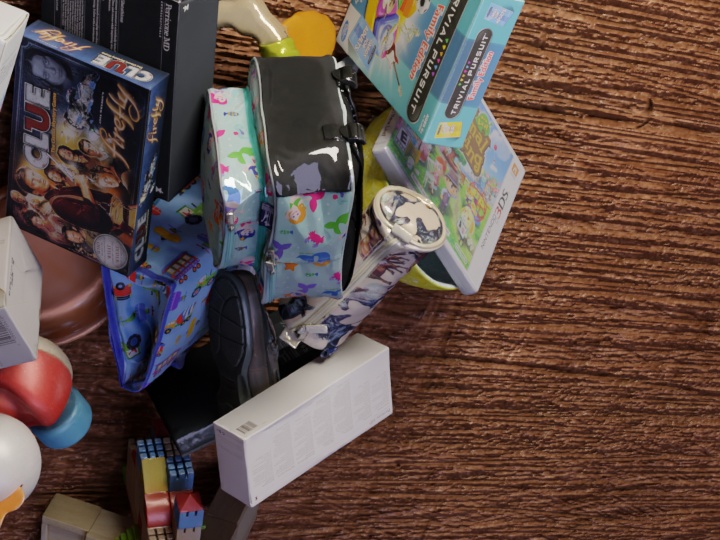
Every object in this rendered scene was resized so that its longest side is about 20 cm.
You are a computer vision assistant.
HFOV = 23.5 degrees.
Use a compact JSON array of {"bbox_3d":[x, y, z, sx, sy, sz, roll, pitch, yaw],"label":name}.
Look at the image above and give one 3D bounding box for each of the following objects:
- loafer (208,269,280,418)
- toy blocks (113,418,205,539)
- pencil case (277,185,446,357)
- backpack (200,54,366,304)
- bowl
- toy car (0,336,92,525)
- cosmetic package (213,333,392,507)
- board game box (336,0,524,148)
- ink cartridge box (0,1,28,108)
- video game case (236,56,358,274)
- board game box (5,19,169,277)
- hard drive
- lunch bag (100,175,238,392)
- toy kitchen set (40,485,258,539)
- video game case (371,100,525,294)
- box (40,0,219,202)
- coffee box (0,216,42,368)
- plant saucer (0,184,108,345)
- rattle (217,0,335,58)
[{"bbox_3d":[-0.107,0.085,1.699,0.063,0.072,0.201,-19,122,-33],"label":"loafer"},{"bbox_3d":[-0.205,0.232,1.801,0.099,0.201,0.137,-5,133,-16],"label":"toy blocks"},{"bbox_3d":[0.000,0.000,1.647,0.078,0.090,0.200,36,130,-10],"label":"pencil case"},{"bbox_3d":[-0.067,-0.069,1.540,0.149,0.178,0.201,-8,139,-3],"label":"backpack"},{"bbox_3d":[0.041,-0.074,1.770,0.107,0.201,0.200,-9,147,35],"label":"bowl"},{"bbox_3d":[-0.366,0.165,1.643,0.176,0.201,0.185,-11,140,13],"label":"toy car"},{"bbox_3d":[-0.054,0.144,1.699,0.199,0.050,0.083,-30,128,-37],"label":"cosmetic package"},{"bbox_3d":[0.060,-0.231,1.610,0.047,0.200,0.152,5,121,-32],"label":"board game box"},{"bbox_3d":[-0.381,-0.146,1.464,0.145,0.083,0.201,22,115,-4],"label":"ink cartridge box"},{"bbox_3d":[-0.061,-0.102,1.704,0.143,0.018,0.201,-46,160,-61],"label":"video game case"},{"bbox_3d":[-0.244,-0.106,1.529,0.035,0.135,0.201,-48,156,-50],"label":"board game box"},{"bbox_3d":[-0.121,0.108,1.808,0.199,0.140,0.033,-25,122,-10],"label":"hard drive"},{"bbox_3d":[-0.178,0.026,1.722,0.151,0.094,0.201,-44,153,-39],"label":"lunch bag"},{"bbox_3d":[-0.237,0.308,1.946,0.199,0.181,0.164,17,127,7],"label":"toy kitchen set"},{"bbox_3d":[0.093,-0.109,1.738,0.022,0.183,0.200,-9,131,35],"label":"video game case"},{"bbox_3d":[-0.206,-0.181,1.532,0.079,0.140,0.201,-45,151,-49],"label":"box"},{"bbox_3d":[-0.397,0.038,1.573,0.198,0.115,0.080,-13,136,8],"label":"coffee box"},{"bbox_3d":[-0.308,-0.013,1.681,0.199,0.038,0.201,-16,131,-20],"label":"plant saucer"},{"bbox_3d":[-0.136,-0.184,1.654,0.200,0.143,0.130,-37,109,26],"label":"rattle"}]
